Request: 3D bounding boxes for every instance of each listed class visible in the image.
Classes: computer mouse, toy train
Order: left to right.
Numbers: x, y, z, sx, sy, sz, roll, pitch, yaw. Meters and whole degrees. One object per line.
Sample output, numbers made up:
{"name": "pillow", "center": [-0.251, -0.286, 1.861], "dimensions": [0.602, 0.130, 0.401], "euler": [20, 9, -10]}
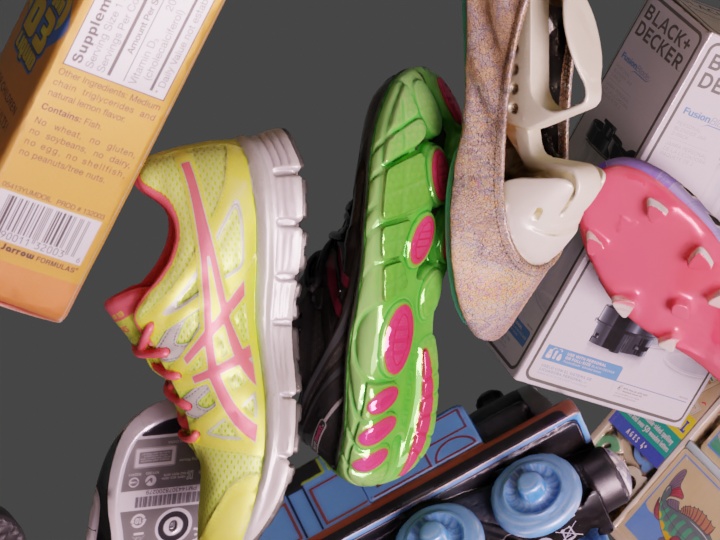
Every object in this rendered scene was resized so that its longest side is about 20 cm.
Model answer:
{"name": "computer mouse", "center": [-0.103, 0.147, 1.235], "dimensions": [0.109, 0.044, 0.201], "euler": [-2, 113, -28]}
{"name": "toy train", "center": [0.035, 0.129, 1.242], "dimensions": [0.199, 0.114, 0.087], "euler": [-29, 137, -1]}

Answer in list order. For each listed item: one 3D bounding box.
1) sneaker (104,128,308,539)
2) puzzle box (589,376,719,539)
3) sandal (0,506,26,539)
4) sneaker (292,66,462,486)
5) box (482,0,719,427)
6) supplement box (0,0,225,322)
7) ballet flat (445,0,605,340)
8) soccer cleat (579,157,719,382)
{"name": "sneaker", "center": [-0.075, 0.034, 1.152], "dimensions": [0.090, 0.078, 0.201], "euler": [1, 90, -13]}
{"name": "puzzle box", "center": [0.207, 0.123, 1.271], "dimensions": [0.133, 0.200, 0.025], "euler": [-50, 145, 9]}
{"name": "sandal", "center": [-0.253, 0.175, 1.197], "dimensions": [0.200, 0.045, 0.075], "euler": [-33, 134, -21]}
{"name": "sneaker", "center": [0.000, 0.000, 1.177], "dimensions": [0.077, 0.084, 0.201], "euler": [4, 100, -50]}
{"name": "box", "center": [0.154, -0.030, 1.240], "dimensions": [0.116, 0.060, 0.201], "euler": [19, 110, -32]}
{"name": "supplement box", "center": [-0.121, -0.082, 1.083], "dimensions": [0.069, 0.067, 0.200], "euler": [21, 108, -29]}
{"name": "ballet flat", "center": [0.078, -0.064, 1.138], "dimensions": [0.068, 0.067, 0.201], "euler": [-12, 105, -52]}
{"name": "soccer cleat", "center": [0.176, 0.009, 1.205], "dimensions": [0.067, 0.077, 0.200], "euler": [-31, 116, 34]}
